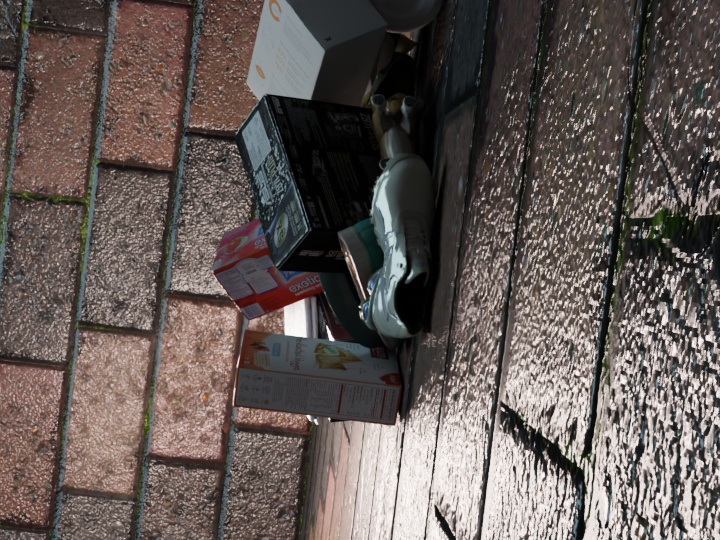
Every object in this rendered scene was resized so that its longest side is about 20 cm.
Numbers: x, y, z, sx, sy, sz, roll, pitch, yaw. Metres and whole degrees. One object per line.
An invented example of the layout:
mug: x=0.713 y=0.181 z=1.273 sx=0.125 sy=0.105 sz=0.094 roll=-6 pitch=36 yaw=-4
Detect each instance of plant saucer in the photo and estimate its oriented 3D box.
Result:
plant saucer: x=0.000 y=0.000 z=1.495 sx=0.200 sy=0.027 sz=0.201 roll=47 pitch=-147 yaw=-43

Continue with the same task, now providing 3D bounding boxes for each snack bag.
snack bag: x=-0.086 y=0.114 z=1.707 sx=0.200 sy=0.021 sz=0.189 roll=-161 pitch=67 yaw=-76

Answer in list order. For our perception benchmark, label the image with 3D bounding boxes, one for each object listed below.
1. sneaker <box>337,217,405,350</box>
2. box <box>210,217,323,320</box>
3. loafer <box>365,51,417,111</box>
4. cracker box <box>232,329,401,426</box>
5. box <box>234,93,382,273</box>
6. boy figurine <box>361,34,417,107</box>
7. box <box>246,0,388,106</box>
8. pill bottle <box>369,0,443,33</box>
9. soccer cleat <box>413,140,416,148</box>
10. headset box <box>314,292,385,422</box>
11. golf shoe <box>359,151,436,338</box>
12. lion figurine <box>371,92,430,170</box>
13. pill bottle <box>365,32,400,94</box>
sneaker: x=0.037 y=0.015 z=1.352 sx=0.200 sy=0.080 sz=0.071 roll=71 pitch=172 yaw=-48
box: x=-0.091 y=-0.025 z=1.600 sx=0.100 sy=0.200 sz=0.096 roll=55 pitch=-155 yaw=-29
loafer: x=0.036 y=-0.215 z=1.642 sx=0.067 sy=0.076 sz=0.201 roll=147 pitch=131 yaw=-84
cracker box: x=-0.053 y=0.131 z=1.448 sx=0.134 sy=0.199 sz=0.058 roll=-98 pitch=17 yaw=-74
box: x=-0.042 y=-0.102 z=1.405 sx=0.086 sy=0.163 sz=0.200 roll=-46 pitch=53 yaw=43
boy figurine: x=0.040 y=-0.272 z=1.751 sx=0.124 sy=0.064 sz=0.200 roll=-47 pitch=-24 yaw=-51
box: x=-0.059 y=-0.269 z=1.463 sx=0.125 sy=0.097 sz=0.200 roll=54 pitch=152 yaw=17
pill bottle: x=0.049 y=-0.391 z=1.492 sx=0.200 sy=0.112 sz=0.112 roll=-89 pitch=7 yaw=-55
soccer cleat: x=0.034 y=-0.110 z=1.541 sx=0.086 sy=0.070 sz=0.200 roll=100 pitch=175 yaw=-55
headset box: x=-0.021 y=0.102 z=1.634 sx=0.200 sy=0.077 sz=0.149 roll=-113 pitch=21 yaw=-52
golf shoe: x=0.056 y=-0.024 z=1.244 sx=0.097 sy=0.078 sz=0.201 roll=-158 pitch=71 yaw=-65
lion figurine: x=0.049 y=-0.131 z=1.378 sx=0.123 sy=0.072 sz=0.201 roll=82 pitch=-173 yaw=-67
pill bottle: x=0.003 y=-0.345 z=1.618 sx=0.111 sy=0.111 sz=0.200 roll=105 pitch=-178 yaw=-64
